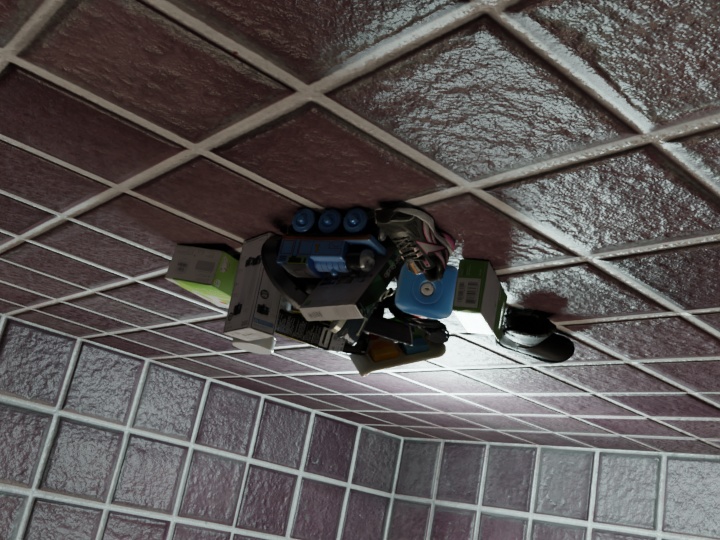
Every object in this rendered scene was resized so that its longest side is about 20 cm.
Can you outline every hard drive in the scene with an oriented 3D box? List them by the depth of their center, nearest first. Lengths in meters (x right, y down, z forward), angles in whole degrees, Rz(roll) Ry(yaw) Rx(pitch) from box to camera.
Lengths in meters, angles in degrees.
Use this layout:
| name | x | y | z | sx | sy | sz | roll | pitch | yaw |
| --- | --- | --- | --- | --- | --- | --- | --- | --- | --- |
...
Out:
| name | x | y | z | sx | sy | sz | roll | pitch | yaw |
| --- | --- | --- | --- | --- | --- | --- | --- | --- | --- |
| hard drive | 0.021 | 0.110 | 1.656 | 0.134 | 0.043 | 0.200 | 18 | 177 | -20 |

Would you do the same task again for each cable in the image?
| name | x | y | z | sx | sy | sz | roll | pitch | yaw |
| --- | --- | --- | --- | --- | --- | --- | --- | --- | --- |
| cable | 0.108 | 0.085 | 1.713 | 0.163 | 0.051 | 0.200 | 43 | -171 | 35 |

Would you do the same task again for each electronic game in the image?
| name | x | y | z | sx | sy | sz | roll | pitch | yaw |
| --- | --- | --- | --- | --- | --- | --- | --- | --- | --- |
| electronic game | -0.107 | 0.012 | 1.524 | 0.199 | 0.201 | 0.042 | 26 | 122 | -37 |

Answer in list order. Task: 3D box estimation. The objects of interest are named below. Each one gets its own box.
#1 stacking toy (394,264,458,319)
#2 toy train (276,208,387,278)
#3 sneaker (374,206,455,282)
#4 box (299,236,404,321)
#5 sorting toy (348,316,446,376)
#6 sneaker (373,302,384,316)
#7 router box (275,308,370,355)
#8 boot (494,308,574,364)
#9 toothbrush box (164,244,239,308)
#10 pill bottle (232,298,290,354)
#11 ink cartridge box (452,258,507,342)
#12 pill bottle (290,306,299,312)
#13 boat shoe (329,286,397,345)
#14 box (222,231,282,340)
| name | x | y | z | sx | sy | sz | roll | pitch | yaw |
| --- | --- | --- | --- | --- | --- | --- | --- | --- | --- |
| stacking toy | 0.127 | 0.041 | 1.617 | 0.115 | 0.110 | 0.200 | 12 | 177 | 1 |
| toy train | -0.049 | -0.044 | 1.406 | 0.199 | 0.115 | 0.087 | 2 | 161 | 28 |
| sneaker | 0.098 | -0.041 | 1.370 | 0.080 | 0.087 | 0.200 | -8 | 154 | 42 |
| box | -0.002 | 0.011 | 1.425 | 0.144 | 0.200 | 0.036 | -6 | 127 | 44 |
| sorting toy | 0.066 | 0.153 | 1.778 | 0.199 | 0.037 | 0.185 | -14 | -150 | -14 |
| sneaker | 0.018 | 0.105 | 1.896 | 0.080 | 0.074 | 0.200 | 4 | 163 | 9 |
| router box | -0.083 | 0.128 | 1.655 | 0.148 | 0.051 | 0.200 | 17 | 178 | 24 |
| boot | 0.399 | 0.146 | 1.786 | 0.197 | 0.074 | 0.163 | 12 | 159 | 2 |
| toothbrush box | -0.315 | 0.022 | 1.807 | 0.145 | 0.087 | 0.200 | 8 | 165 | 32 |
| pill bottle | -0.211 | 0.071 | 1.720 | 0.119 | 0.201 | 0.120 | 11 | 162 | 3 |
| ink cartridge box | 0.236 | 0.062 | 1.569 | 0.059 | 0.104 | 0.200 | 4 | 161 | 23 |
| pill bottle | -0.123 | 0.109 | 1.924 | 0.199 | 0.113 | 0.112 | 8 | 162 | 10 |
| boat shoe | 0.018 | 0.045 | 1.491 | 0.062 | 0.201 | 0.075 | 37 | 159 | -15 |
| box | -0.205 | 0.034 | 1.604 | 0.060 | 0.201 | 0.116 | 21 | 158 | -32 |
